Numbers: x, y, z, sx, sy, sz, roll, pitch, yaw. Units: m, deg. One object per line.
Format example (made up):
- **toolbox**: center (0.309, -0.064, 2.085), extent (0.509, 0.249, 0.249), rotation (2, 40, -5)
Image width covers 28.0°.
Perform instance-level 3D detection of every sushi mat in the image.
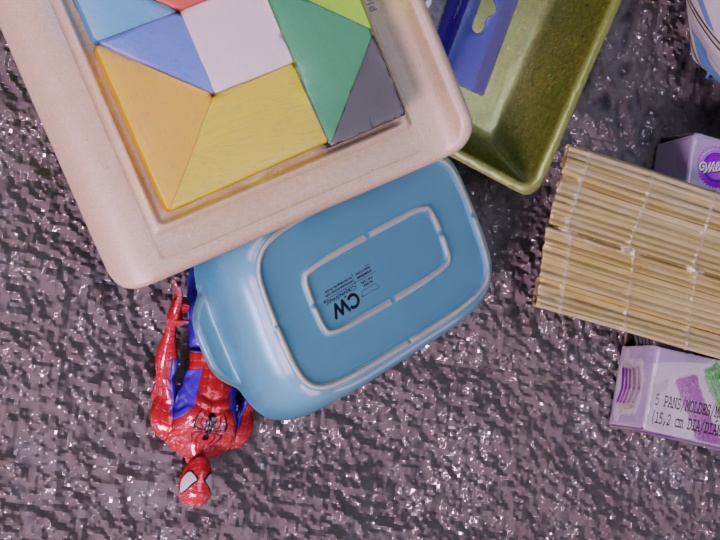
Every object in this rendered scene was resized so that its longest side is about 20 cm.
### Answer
- **sushi mat**: center (0.196, -0.001, 0.839), extent (0.200, 0.012, 0.096), rotation (16, 85, -15)

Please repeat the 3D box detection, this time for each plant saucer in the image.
- **plant saucer**: center (0.046, -0.171, 0.825), extent (0.199, 0.048, 0.200), rotation (26, 81, -13)

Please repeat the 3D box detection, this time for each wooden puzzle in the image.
- **wooden puzzle**: center (-0.064, -0.111, 0.714), extent (0.200, 0.037, 0.185), rotation (-24, 95, -8)

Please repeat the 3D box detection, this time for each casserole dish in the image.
- **casserole dish**: center (0.000, 0.000, 0.784), extent (0.200, 0.039, 0.121), rotation (-29, 103, -33)

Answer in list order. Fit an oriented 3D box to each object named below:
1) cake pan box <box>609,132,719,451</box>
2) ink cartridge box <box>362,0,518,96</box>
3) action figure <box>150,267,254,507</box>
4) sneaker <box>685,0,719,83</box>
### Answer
- **cake pan box**: center (0.257, 0.025, 0.890), extent (0.200, 0.052, 0.185), rotation (14, 82, -16)
- **ink cartridge box**: center (-0.003, -0.177, 0.764), extent (0.200, 0.039, 0.100), rotation (21, 81, -10)
- **action figure**: center (-0.077, 0.028, 0.785), extent (0.065, 0.052, 0.200), rotation (9, 88, -22)
- **sneaker**: center (0.217, -0.162, 0.864), extent (0.072, 0.072, 0.200), rotation (-4, 66, -35)
